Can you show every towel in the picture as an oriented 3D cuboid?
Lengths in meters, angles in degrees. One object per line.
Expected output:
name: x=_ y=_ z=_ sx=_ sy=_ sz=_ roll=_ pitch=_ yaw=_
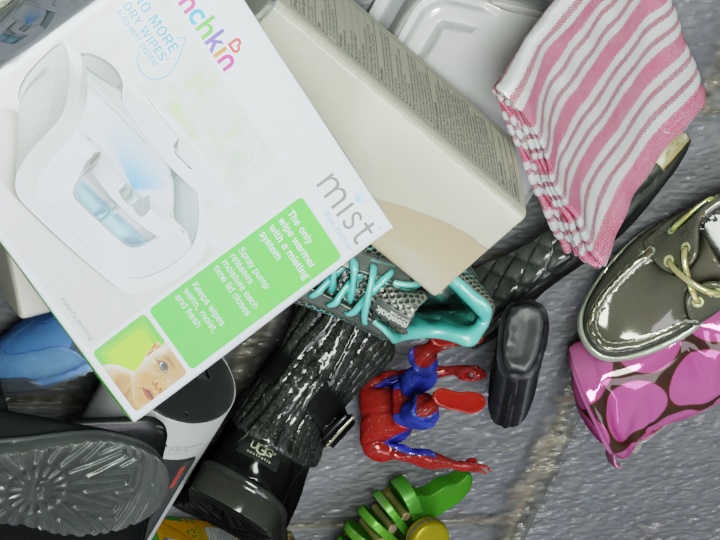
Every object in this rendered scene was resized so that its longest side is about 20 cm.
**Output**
towel: x=0.148 y=-0.107 z=1.670 sx=0.147 sy=0.030 sz=0.200 roll=-56 pitch=149 yaw=-17

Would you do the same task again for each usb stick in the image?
usb stick: x=0.100 y=0.061 z=1.801 sx=0.032 sy=0.056 sz=0.200 roll=12 pitch=169 yaw=3

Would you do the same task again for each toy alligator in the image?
toy alligator: x=-0.004 y=0.202 z=1.933 sx=0.200 sy=0.059 sz=0.054 roll=-47 pitch=126 yaw=3

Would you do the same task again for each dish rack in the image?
dish rack: x=0.060 y=-0.092 z=1.705 sx=0.171 sy=0.044 sz=0.201 roll=10 pitch=126 yaw=-30

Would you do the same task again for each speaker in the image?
speaker: x=-0.151 y=0.126 z=1.780 sx=0.081 sy=0.082 sz=0.200 roll=6 pitch=136 yaw=-29

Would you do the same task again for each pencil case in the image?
pencil case: x=0.238 y=0.055 z=1.896 sx=0.199 sy=0.091 sz=0.094 roll=-23 pitch=100 yaw=2

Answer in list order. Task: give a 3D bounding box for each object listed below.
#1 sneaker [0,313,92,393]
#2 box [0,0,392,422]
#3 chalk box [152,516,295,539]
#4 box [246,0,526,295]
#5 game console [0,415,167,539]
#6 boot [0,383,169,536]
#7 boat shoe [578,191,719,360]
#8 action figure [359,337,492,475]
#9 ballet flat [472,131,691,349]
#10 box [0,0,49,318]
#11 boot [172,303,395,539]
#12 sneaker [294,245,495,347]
sneaker: x=-0.147 y=0.006 z=1.702 sx=0.199 sy=0.066 sz=0.079 roll=-25 pitch=116 yaw=5
box: x=-0.113 y=-0.059 z=1.471 sx=0.176 sy=0.097 sz=0.201 roll=-35 pitch=114 yaw=-5
chalk box: x=-0.123 y=0.283 z=1.931 sx=0.123 sy=0.125 sz=0.201 roll=11 pitch=126 yaw=-32
box: x=-0.003 y=-0.088 z=1.601 sx=0.200 sy=0.095 sz=0.078 roll=39 pitch=113 yaw=-22
game console: x=-0.231 y=0.132 z=1.740 sx=0.116 sy=0.176 sz=0.201 roll=-30 pitch=148 yaw=-39
boot: x=-0.215 y=0.066 z=1.624 sx=0.164 sy=0.200 sz=0.066 roll=6 pitch=120 yaw=-31
boat shoe: x=0.227 y=-0.011 z=1.817 sx=0.201 sy=0.072 sz=0.060 roll=-34 pitch=179 yaw=2
action figure: x=0.058 y=0.087 z=1.816 sx=0.098 sy=0.066 sz=0.200 roll=5 pitch=165 yaw=-18
ballet flat: x=0.127 y=-0.028 z=1.792 sx=0.200 sy=0.057 sz=0.066 roll=-39 pitch=170 yaw=8
box: x=-0.174 y=-0.083 z=1.530 sx=0.082 sy=0.068 sz=0.201 roll=-14 pitch=111 yaw=-16
boot: x=-0.047 y=0.098 z=1.814 sx=0.079 sy=0.211 sz=0.159 roll=29 pitch=77 yaw=-3
sneaker: x=0.000 y=0.000 z=1.658 sx=0.199 sy=0.091 sz=0.078 roll=8 pitch=115 yaw=-35
